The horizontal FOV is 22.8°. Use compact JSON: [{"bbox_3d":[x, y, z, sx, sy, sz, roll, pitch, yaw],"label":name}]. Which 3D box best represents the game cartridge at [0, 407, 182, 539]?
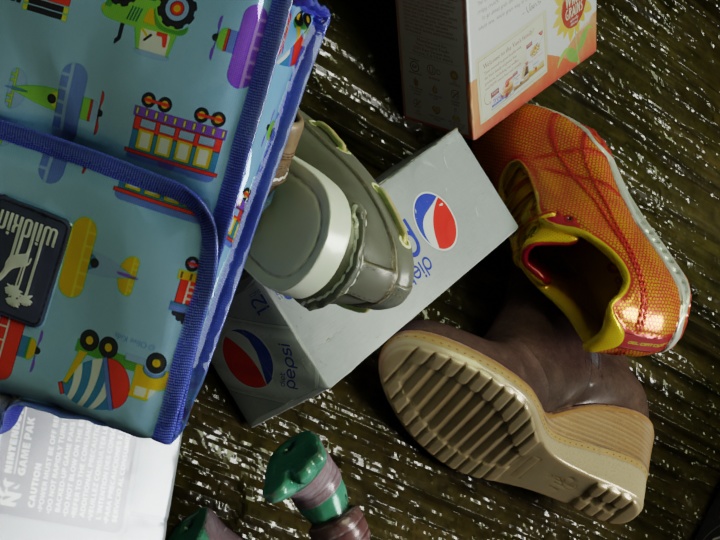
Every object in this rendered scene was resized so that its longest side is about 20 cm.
[{"bbox_3d":[-0.133,0.038,0.761,0.132,0.041,0.202,20,74,-43],"label":"game cartridge"}]

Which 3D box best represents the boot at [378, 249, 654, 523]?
[{"bbox_3d":[0.087,0.041,1.018,0.199,0.072,0.167,33,38,-29],"label":"boot"}]

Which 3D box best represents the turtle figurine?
[{"bbox_3d":[0.005,0.176,0.829,0.150,0.101,0.200,-43,104,-6],"label":"turtle figurine"}]

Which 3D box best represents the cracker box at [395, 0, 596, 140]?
[{"bbox_3d":[0.078,-0.195,1.024,0.134,0.057,0.202,-36,134,-39],"label":"cracker box"}]

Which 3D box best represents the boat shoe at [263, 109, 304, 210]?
[{"bbox_3d":[-0.092,-0.113,0.783,0.200,0.072,0.072,50,31,10],"label":"boat shoe"}]

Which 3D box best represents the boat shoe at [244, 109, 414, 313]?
[{"bbox_3d":[-0.038,-0.040,0.841,0.060,0.072,0.202,21,17,-33],"label":"boat shoe"}]

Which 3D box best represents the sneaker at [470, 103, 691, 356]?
[{"bbox_3d":[0.113,-0.033,1.015,0.077,0.073,0.200,4,36,-36],"label":"sneaker"}]

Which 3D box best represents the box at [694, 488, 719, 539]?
[{"bbox_3d":[0.299,0.173,1.118,0.133,0.114,0.200,54,43,-13],"label":"box"}]

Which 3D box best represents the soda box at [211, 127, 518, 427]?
[{"bbox_3d":[0.000,0.000,0.932,0.069,0.063,0.200,57,41,-5],"label":"soda box"}]

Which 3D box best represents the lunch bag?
[{"bbox_3d":[-0.114,-0.035,0.690,0.094,0.149,0.202,37,70,-83],"label":"lunch bag"}]
